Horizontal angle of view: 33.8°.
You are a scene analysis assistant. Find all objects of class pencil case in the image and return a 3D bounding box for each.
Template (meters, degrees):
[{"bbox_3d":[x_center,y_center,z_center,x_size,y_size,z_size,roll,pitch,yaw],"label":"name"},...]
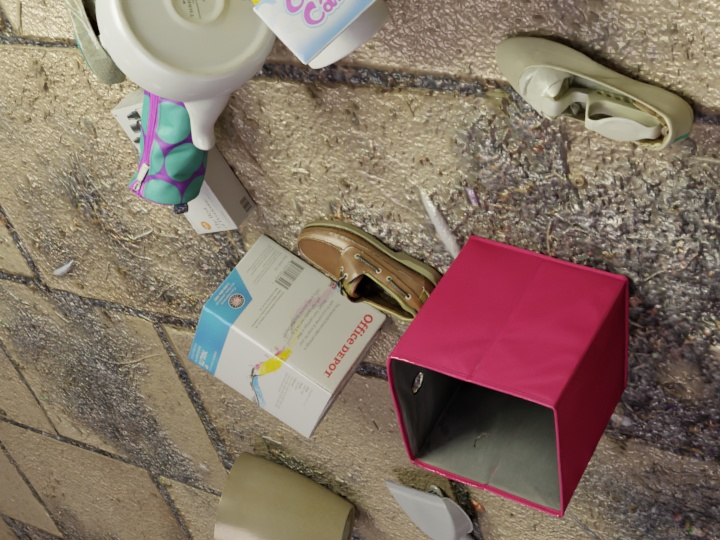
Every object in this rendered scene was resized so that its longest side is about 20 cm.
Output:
[{"bbox_3d":[-0.218,-0.171,1.370,0.085,0.092,0.201,32,127,29],"label":"pencil case"}]

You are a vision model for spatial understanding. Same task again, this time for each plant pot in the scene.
[{"bbox_3d":[-0.116,0.413,1.954,0.199,0.188,0.188,11,140,11],"label":"plant pot"}]

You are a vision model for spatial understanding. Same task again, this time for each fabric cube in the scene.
[{"bbox_3d":[0.170,0.114,1.317,0.199,0.200,0.197,16,141,27],"label":"fabric cube"}]

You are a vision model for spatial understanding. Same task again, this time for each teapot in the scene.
[{"bbox_3d":[-0.185,-0.262,1.218,0.197,0.200,0.146,30,166,-16],"label":"teapot"}]

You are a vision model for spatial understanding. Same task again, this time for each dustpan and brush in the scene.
[{"bbox_3d":[0.134,0.386,1.804,0.139,0.057,0.200,5,129,53],"label":"dustpan and brush"}]

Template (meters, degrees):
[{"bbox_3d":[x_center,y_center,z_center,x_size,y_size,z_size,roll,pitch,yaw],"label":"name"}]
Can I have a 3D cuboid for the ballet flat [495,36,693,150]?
[{"bbox_3d":[0.205,-0.159,1.086,0.200,0.070,0.070,23,143,20],"label":"ballet flat"}]

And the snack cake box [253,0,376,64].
[{"bbox_3d":[0.009,-0.272,0.999,0.200,0.115,0.067,-41,104,17],"label":"snack cake box"}]

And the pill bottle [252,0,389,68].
[{"bbox_3d":[-0.065,-0.298,1.114,0.114,0.114,0.200,-10,124,46],"label":"pill bottle"}]

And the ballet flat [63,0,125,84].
[{"bbox_3d":[-0.303,-0.297,1.366,0.062,0.068,0.200,2,134,26],"label":"ballet flat"}]

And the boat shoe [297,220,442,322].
[{"bbox_3d":[0.000,0.000,1.445,0.200,0.068,0.072,21,144,23],"label":"boat shoe"}]

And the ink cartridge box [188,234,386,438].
[{"bbox_3d":[-0.098,0.089,1.564,0.200,0.147,0.146,34,145,5],"label":"ink cartridge box"}]

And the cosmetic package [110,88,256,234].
[{"bbox_3d":[-0.222,-0.138,1.492,0.082,0.051,0.200,-4,129,44],"label":"cosmetic package"}]
